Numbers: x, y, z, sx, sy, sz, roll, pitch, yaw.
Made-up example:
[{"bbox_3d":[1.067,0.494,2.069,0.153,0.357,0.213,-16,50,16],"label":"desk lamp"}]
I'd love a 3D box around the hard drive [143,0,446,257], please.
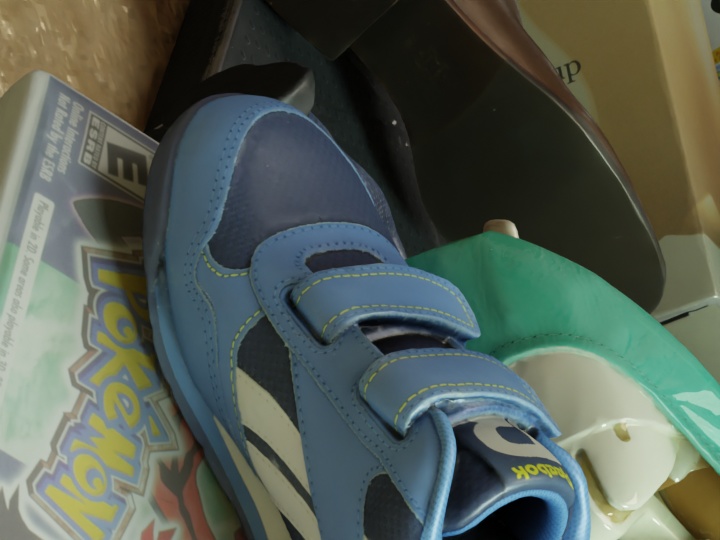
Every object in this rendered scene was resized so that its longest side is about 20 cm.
[{"bbox_3d":[0.000,0.000,0.933,0.200,0.042,0.135,56,24,-26],"label":"hard drive"}]

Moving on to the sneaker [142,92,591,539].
[{"bbox_3d":[0.010,0.039,0.692,0.074,0.082,0.201,-1,62,-43],"label":"sneaker"}]

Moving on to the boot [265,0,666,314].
[{"bbox_3d":[0.056,-0.100,0.972,0.187,0.064,0.200,51,34,-16],"label":"boot"}]

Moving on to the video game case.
[{"bbox_3d":[-0.029,0.070,0.712,0.182,0.023,0.201,32,43,-24],"label":"video game case"}]

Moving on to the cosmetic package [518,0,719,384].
[{"bbox_3d":[0.081,-0.046,1.090,0.071,0.105,0.201,40,33,-53],"label":"cosmetic package"}]

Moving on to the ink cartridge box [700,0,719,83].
[{"bbox_3d":[0.140,-0.038,1.176,0.076,0.136,0.201,19,53,-65],"label":"ink cartridge box"}]

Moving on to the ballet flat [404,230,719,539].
[{"bbox_3d":[0.077,0.070,0.727,0.200,0.067,0.070,47,18,2],"label":"ballet flat"}]

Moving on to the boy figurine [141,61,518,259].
[{"bbox_3d":[0.005,0.037,0.834,0.201,0.124,0.064,57,-21,-22],"label":"boy figurine"}]
